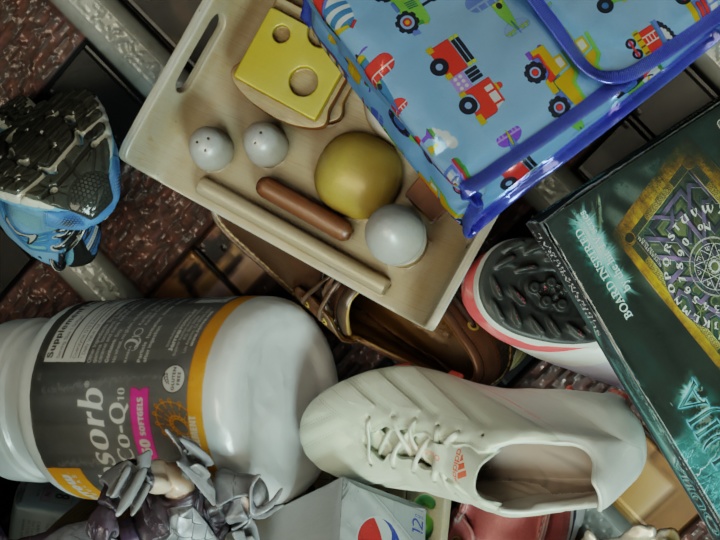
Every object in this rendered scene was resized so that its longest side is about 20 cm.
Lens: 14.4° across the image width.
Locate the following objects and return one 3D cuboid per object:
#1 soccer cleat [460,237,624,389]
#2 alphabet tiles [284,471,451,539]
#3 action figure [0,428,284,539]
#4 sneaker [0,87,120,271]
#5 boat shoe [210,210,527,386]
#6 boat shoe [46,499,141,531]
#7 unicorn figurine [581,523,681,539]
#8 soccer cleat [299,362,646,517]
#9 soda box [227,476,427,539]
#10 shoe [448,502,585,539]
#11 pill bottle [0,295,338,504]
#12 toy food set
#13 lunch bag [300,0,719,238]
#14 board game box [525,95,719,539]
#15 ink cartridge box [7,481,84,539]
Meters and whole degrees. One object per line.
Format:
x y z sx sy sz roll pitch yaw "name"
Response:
0.147 0.035 1.517 0.199 0.073 0.069 20 82 -10 "soccer cleat"
-0.012 0.185 1.599 0.166 0.006 0.202 0 83 50 "alphabet tiles"
-0.131 0.153 1.504 0.199 0.070 0.131 -22 127 6 "action figure"
-0.164 -0.045 1.576 0.078 0.200 0.090 -40 108 -11 "sneaker"
0.000 0.001 1.564 0.199 0.068 0.072 31 120 10 "boat shoe"
-0.161 0.207 1.601 0.071 0.201 0.065 -11 128 32 "boat shoe"
0.145 0.203 1.567 0.137 0.074 0.200 -20 120 34 "unicorn figurine"
0.052 0.093 1.499 0.199 0.078 0.070 0 119 24 "soccer cleat"
-0.049 0.183 1.581 0.063 0.069 0.200 23 145 -32 "soda box"
0.067 0.177 1.586 0.071 0.091 0.201 24 116 12 "shoe"
-0.120 0.073 1.604 0.199 0.116 0.117 -3 108 35 "pill bottle"
-0.011 -0.076 1.513 0.199 0.060 0.144 29 88 10 "toy food set"
0.089 -0.142 1.449 0.200 0.094 0.151 -36 78 -6 "lunch bag"
0.192 0.025 1.475 0.135 0.028 0.201 -32 95 -12 "board game box"
-0.121 0.221 1.717 0.198 0.057 0.164 9 113 -3 "ink cartridge box"
